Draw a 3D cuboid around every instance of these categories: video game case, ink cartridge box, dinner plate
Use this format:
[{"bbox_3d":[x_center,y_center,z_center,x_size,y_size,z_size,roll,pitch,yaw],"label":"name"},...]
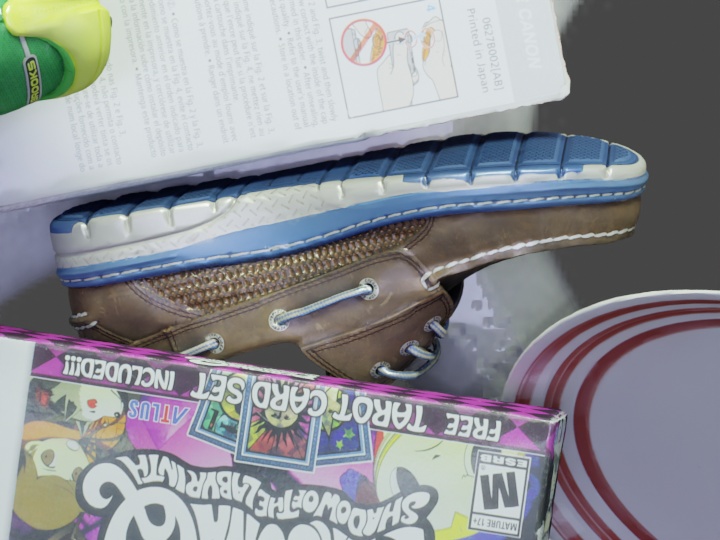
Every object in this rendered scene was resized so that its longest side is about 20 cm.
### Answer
[{"bbox_3d":[-0.044,0.120,0.904,0.199,0.036,0.182,9,94,10],"label":"video game case"},{"bbox_3d":[-0.043,-0.115,0.931,0.199,0.050,0.161,-11,95,2],"label":"ink cartridge box"},{"bbox_3d":[0.141,0.069,0.896,0.200,0.200,0.024,26,53,0],"label":"dinner plate"}]

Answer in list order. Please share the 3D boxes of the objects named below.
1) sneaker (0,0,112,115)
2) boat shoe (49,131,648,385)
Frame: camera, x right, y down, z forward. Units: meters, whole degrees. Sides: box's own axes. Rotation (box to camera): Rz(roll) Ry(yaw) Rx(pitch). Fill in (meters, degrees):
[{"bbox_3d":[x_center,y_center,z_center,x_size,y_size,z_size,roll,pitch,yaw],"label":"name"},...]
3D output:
[{"bbox_3d":[-0.169,-0.067,0.894,0.200,0.083,0.074,-15,93,41],"label":"sneaker"},{"bbox_3d":[0.000,0.000,0.934,0.199,0.072,0.073,-8,101,14],"label":"boat shoe"}]
